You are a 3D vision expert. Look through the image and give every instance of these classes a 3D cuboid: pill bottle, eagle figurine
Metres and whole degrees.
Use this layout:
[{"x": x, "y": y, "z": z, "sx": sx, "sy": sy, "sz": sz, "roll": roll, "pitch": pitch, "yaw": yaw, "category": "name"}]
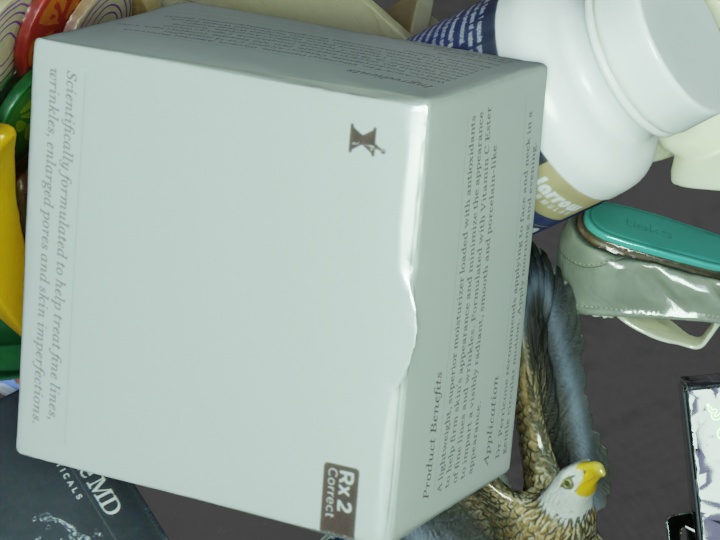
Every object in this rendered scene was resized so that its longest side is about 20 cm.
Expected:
[{"x": 0.071, "y": -0.072, "z": 1.349, "sx": 0.199, "sy": 0.111, "sz": 0.112, "roll": -25, "pitch": 89, "yaw": 31, "category": "pill bottle"}, {"x": 0.079, "y": 0.106, "z": 1.403, "sx": 0.151, "sy": 0.152, "sz": 0.200, "roll": -41, "pitch": 77, "yaw": 28, "category": "eagle figurine"}]

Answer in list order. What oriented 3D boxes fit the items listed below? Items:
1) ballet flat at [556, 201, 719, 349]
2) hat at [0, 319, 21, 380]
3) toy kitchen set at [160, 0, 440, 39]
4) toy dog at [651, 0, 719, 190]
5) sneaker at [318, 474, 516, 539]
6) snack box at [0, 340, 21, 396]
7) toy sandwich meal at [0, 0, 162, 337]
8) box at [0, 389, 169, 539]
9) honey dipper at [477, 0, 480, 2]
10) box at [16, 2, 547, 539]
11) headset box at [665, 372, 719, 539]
[{"x": 0.197, "y": 0.014, "z": 1.462, "sx": 0.199, "sy": 0.067, "sz": 0.064, "roll": 12, "pitch": 119, "yaw": 4, "category": "ballet flat"}, {"x": -0.218, "y": -0.032, "z": 1.410, "sx": 0.199, "sy": 0.176, "sz": 0.167, "roll": -13, "pitch": 81, "yaw": 14, "category": "hat"}, {"x": -0.004, "y": -0.185, "z": 1.461, "sx": 0.200, "sy": 0.181, "sz": 0.163, "roll": -31, "pitch": 120, "yaw": 35, "category": "toy kitchen set"}, {"x": 0.166, "y": -0.155, "z": 1.414, "sx": 0.193, "sy": 0.139, "sz": 0.201, "roll": 4, "pitch": 108, "yaw": 32, "category": "toy dog"}, {"x": 0.007, "y": 0.170, "z": 1.468, "sx": 0.087, "sy": 0.075, "sz": 0.200, "roll": 44, "pitch": 96, "yaw": -8, "category": "sneaker"}, {"x": -0.123, "y": -0.014, "z": 1.494, "sx": 0.072, "sy": 0.024, "sz": 0.201, "roll": 28, "pitch": 93, "yaw": 3, "category": "snack box"}, {"x": -0.135, "y": -0.054, "z": 1.361, "sx": 0.070, "sy": 0.205, "sz": 0.206, "roll": 22, "pitch": 93, "yaw": 30, "category": "toy sandwich meal"}, {"x": -0.184, "y": 0.189, "z": 1.399, "sx": 0.199, "sy": 0.118, "sz": 0.197, "roll": -28, "pitch": 68, "yaw": -19, "category": "box"}, {"x": 0.136, "y": -0.206, "z": 1.468, "sx": 0.200, "sy": 0.038, "sz": 0.038, "roll": -36, "pitch": 89, "yaw": 2, "category": "honey dipper"}, {"x": -0.036, "y": -0.004, "z": 1.283, "sx": 0.199, "sy": 0.131, "sz": 0.200, "roll": 12, "pitch": 106, "yaw": 25, "category": "box"}, {"x": 0.254, "y": 0.131, "z": 1.437, "sx": 0.199, "sy": 0.093, "sz": 0.175, "roll": -5, "pitch": 90, "yaw": 5, "category": "headset box"}]
